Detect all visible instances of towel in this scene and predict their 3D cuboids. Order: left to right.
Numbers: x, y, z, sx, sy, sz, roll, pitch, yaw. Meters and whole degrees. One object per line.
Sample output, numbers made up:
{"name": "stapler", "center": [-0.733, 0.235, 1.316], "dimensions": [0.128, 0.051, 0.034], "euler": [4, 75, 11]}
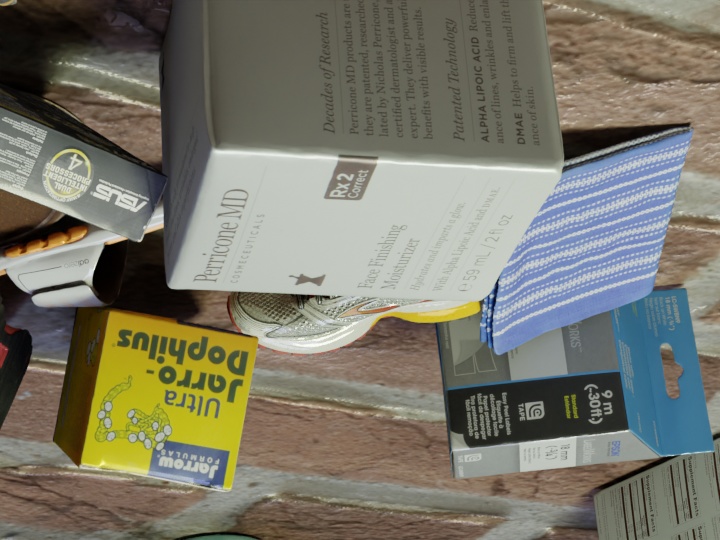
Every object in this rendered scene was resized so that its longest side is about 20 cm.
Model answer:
{"name": "towel", "center": [0.158, -0.018, 1.523], "dimensions": [0.144, 0.024, 0.200], "euler": [-19, 149, -14]}

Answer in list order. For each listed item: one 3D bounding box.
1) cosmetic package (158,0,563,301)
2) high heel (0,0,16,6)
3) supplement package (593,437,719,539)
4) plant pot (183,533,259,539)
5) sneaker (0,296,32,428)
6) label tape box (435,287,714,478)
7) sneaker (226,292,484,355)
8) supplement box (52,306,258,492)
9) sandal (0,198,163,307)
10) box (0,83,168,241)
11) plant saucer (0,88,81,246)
{"name": "cosmetic package", "center": [-0.007, -0.093, 1.242], "dimensions": [0.198, 0.166, 0.165], "euler": [2, 152, -13]}
{"name": "high heel", "center": [-0.236, -0.205, 1.070], "dimensions": [0.141, 0.072, 0.201], "euler": [-8, 138, -8]}
{"name": "supplement package", "center": [0.362, 0.261, 2.038], "dimensions": [0.190, 0.148, 0.200], "euler": [18, 146, -38]}
{"name": "plant pot", "center": [-0.140, 0.341, 2.122], "dimensions": [0.199, 0.135, 0.201], "euler": [-3, 154, -2]}
{"name": "sneaker", "center": [-0.292, 0.051, 1.536], "dimensions": [0.086, 0.074, 0.200], "euler": [17, 155, 10]}
{"name": "label tape box", "center": [0.159, 0.071, 1.627], "dimensions": [0.198, 0.145, 0.063], "euler": [-7, 152, 1]}
{"name": "sneaker", "center": [0.000, 0.000, 1.547], "dimensions": [0.199, 0.078, 0.082], "euler": [-15, 150, -2]}
{"name": "supplement box", "center": [-0.150, 0.087, 1.543], "dimensions": [0.108, 0.110, 0.200], "euler": [11, 178, -14]}
{"name": "sandal", "center": [-0.173, -0.006, 1.474], "dimensions": [0.205, 0.060, 0.079], "euler": [-16, -174, 19]}
{"name": "box", "center": [-0.230, -0.089, 1.238], "dimensions": [0.199, 0.049, 0.161], "euler": [22, -177, -40]}
{"name": "plant saucer", "center": [-0.270, -0.060, 1.415], "dimensions": [0.199, 0.032, 0.200], "euler": [-4, 155, -2]}
